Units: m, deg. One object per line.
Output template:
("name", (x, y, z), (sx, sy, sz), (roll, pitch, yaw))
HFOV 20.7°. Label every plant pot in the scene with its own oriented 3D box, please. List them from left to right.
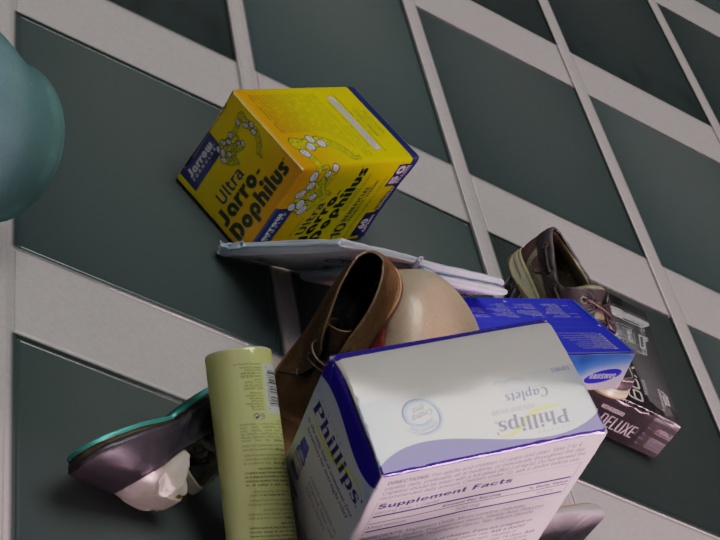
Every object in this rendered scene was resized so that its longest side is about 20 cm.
("plant pot", (-0.332, -0.116, 1.501), (0.200, 0.200, 0.188), (50, 14, 25))

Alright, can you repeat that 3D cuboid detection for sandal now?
("sandal", (0.134, 0.210, 1.658), (0.059, 0.079, 0.206), (48, 20, 25))

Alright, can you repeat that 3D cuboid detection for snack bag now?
("snack bag", (0.000, 0.000, 1.760), (0.199, 0.022, 0.188), (14, -9, -39))

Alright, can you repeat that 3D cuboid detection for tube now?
("tube", (-0.079, 0.158, 1.441), (0.058, 0.052, 0.201), (-7, 78, -8))

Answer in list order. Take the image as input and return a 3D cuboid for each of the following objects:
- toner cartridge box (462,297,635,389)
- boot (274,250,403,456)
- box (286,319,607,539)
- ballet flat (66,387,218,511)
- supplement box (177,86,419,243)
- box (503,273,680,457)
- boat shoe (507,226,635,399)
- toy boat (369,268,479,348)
("toner cartridge box", (0.147, 0.067, 1.781), (0.199, 0.043, 0.095), (2, 32, -42))
("boot", (-0.031, 0.073, 1.548), (0.073, 0.201, 0.075), (24, -8, 9))
("box", (0.052, 0.143, 1.449), (0.183, 0.200, 0.105), (-9, 57, -24))
("ballet flat", (-0.142, 0.137, 1.446), (0.073, 0.073, 0.200), (42, 21, 11))
("supplement box", (-0.057, -0.098, 1.874), (0.110, 0.109, 0.200), (47, 29, 21))
("box", (0.232, 0.084, 1.995), (0.157, 0.050, 0.200), (26, 29, -19))
("boat shoe", (0.212, 0.038, 1.916), (0.072, 0.065, 0.200), (13, 35, -40))
("toy boat", (0.022, 0.099, 1.649), (0.130, 0.130, 0.201), (30, 62, -51))
